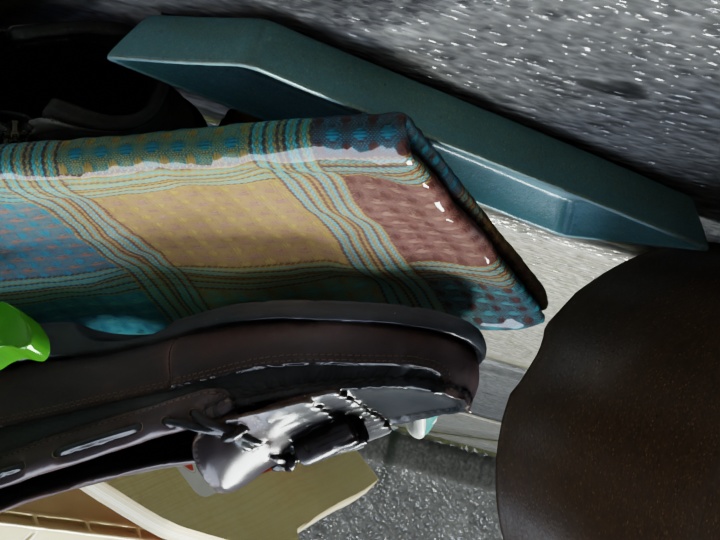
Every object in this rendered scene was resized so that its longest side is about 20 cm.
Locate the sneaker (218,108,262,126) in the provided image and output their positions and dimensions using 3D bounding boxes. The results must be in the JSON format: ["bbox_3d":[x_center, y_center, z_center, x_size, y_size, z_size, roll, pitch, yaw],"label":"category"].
[{"bbox_3d":[0.000,0.000,0.910,0.082,0.078,0.200,11,174,12],"label":"sneaker"}]

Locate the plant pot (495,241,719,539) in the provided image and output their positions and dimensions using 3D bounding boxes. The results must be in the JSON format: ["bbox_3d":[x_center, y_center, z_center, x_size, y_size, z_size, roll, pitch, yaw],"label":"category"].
[{"bbox_3d":[0.150,0.076,0.777,0.199,0.201,0.198,17,-179,-27],"label":"plant pot"}]

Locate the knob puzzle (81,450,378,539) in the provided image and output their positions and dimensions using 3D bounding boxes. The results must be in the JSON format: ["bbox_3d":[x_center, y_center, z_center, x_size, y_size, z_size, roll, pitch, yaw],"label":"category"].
[{"bbox_3d":[-0.099,0.053,1.093,0.219,0.030,0.220,34,-152,-21],"label":"knob puzzle"}]

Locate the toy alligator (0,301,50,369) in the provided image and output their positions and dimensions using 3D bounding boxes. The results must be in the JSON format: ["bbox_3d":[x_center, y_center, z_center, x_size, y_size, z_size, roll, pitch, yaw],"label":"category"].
[{"bbox_3d":[-0.188,0.018,0.796,0.199,0.055,0.059,14,165,26],"label":"toy alligator"}]

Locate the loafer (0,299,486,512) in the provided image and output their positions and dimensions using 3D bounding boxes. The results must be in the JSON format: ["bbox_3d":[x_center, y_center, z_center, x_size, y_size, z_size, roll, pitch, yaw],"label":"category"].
[{"bbox_3d":[-0.055,0.051,0.818,0.199,0.063,0.072,-4,157,21],"label":"loafer"}]

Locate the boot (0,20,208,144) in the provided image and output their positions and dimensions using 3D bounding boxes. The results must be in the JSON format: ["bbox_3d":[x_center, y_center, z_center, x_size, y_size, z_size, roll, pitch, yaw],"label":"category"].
[{"bbox_3d":[-0.149,-0.050,0.806,0.199,0.068,0.131,-5,168,7],"label":"boot"}]

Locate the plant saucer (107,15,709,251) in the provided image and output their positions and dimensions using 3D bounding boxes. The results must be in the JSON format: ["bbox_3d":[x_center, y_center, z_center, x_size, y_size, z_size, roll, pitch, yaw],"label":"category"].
[{"bbox_3d":[0.020,-0.041,0.764,0.199,0.019,0.070,18,173,-41],"label":"plant saucer"}]

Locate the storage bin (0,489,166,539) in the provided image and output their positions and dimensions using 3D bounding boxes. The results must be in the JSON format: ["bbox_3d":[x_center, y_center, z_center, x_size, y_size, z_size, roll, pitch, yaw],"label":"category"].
[{"bbox_3d":[-0.156,0.061,1.146,0.198,0.201,0.094,13,137,-42],"label":"storage bin"}]

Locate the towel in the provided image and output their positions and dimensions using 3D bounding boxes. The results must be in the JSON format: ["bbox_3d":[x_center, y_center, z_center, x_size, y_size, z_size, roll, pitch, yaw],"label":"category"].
[{"bbox_3d":[-0.056,-0.006,0.784,0.199,0.022,0.147,-3,158,21],"label":"towel"}]

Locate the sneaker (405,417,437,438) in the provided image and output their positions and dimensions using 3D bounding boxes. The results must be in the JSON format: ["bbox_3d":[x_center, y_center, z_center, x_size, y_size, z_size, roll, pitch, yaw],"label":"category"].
[{"bbox_3d":[-0.045,0.018,1.106,0.199,0.094,0.070,15,174,-10],"label":"sneaker"}]
